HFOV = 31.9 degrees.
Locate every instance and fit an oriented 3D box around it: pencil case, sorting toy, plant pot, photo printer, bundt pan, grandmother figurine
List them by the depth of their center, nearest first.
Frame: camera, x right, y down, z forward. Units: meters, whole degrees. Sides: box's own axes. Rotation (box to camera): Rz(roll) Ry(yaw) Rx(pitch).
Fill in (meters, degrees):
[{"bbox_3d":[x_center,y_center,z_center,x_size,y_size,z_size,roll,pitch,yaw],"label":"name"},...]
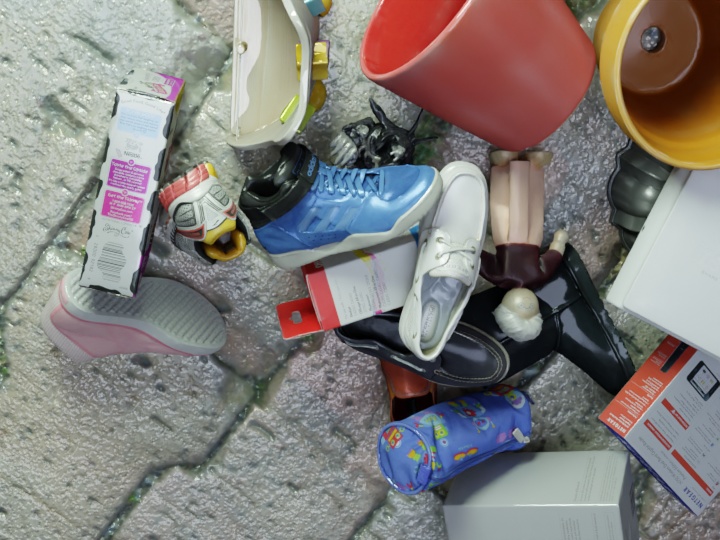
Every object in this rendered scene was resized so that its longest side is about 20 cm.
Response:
[{"bbox_3d":[-0.073,-0.204,1.230,0.105,0.180,0.203,1,109,-9],"label":"sorting toy"},{"bbox_3d":[0.126,-0.225,1.260,0.177,0.201,0.201,34,101,-28],"label":"plant pot"},{"bbox_3d":[0.322,-0.222,1.282,0.197,0.183,0.203,-3,109,-8],"label":"plant pot"},{"bbox_3d":[0.373,-0.019,1.322,0.165,0.069,0.202,27,94,-8],"label":"photo printer"},{"bbox_3d":[0.167,-0.025,1.352,0.119,0.061,0.203,-1,82,0],"label":"grandmother figurine"},{"bbox_3d":[0.110,0.184,1.388,0.199,0.086,0.079,-13,124,-43],"label":"pencil case"},{"bbox_3d":[0.380,-0.082,1.396,0.199,0.076,0.205,-3,109,-9],"label":"bundt pan"}]

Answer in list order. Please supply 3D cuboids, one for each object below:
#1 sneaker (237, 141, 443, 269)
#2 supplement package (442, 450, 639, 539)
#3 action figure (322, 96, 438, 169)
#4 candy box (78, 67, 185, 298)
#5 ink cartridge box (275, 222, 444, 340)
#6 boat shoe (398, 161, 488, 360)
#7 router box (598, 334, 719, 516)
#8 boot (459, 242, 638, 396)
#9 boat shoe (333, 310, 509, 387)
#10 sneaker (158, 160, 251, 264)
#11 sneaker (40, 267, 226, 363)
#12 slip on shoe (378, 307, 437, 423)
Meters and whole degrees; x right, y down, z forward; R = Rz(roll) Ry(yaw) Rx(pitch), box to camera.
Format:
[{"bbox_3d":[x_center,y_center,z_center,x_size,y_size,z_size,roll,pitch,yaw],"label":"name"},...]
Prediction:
[{"bbox_3d":[-0.026,-0.080,1.228,0.198,0.077,0.112,-18,127,24],"label":"sneaker"},{"bbox_3d":[0.207,0.285,1.430,0.197,0.120,0.123,-4,111,19],"label":"supplement package"},{"bbox_3d":[-0.008,-0.097,1.317,0.198,0.102,0.120,-29,113,4],"label":"action figure"},{"bbox_3d":[-0.227,-0.091,1.265,0.060,0.137,0.202,12,107,-7],"label":"candy box"},{"bbox_3d":[0.000,0.000,1.341,0.198,0.116,0.068,-17,109,-4],"label":"ink cartridge box"},{"bbox_3d":[0.090,-0.006,1.255,0.070,0.069,0.203,9,102,-10],"label":"boat shoe"},{"bbox_3d":[0.387,0.159,1.443,0.180,0.049,0.200,-48,127,-3],"label":"router box"},{"bbox_3d":[0.204,0.089,1.423,0.167,0.076,0.202,-30,105,-1],"label":"boot"},{"bbox_3d":[0.062,0.082,1.353,0.198,0.063,0.074,18,100,7],"label":"boat shoe"},{"bbox_3d":[-0.153,-0.037,1.272,0.077,0.200,0.083,-33,79,-5],"label":"sneaker"},{"bbox_3d":[-0.248,0.058,1.354,0.199,0.076,0.104,17,141,-34],"label":"sneaker"},{"bbox_3d":[0.056,0.119,1.420,0.073,0.061,0.203,-7,108,-4],"label":"slip on shoe"}]
